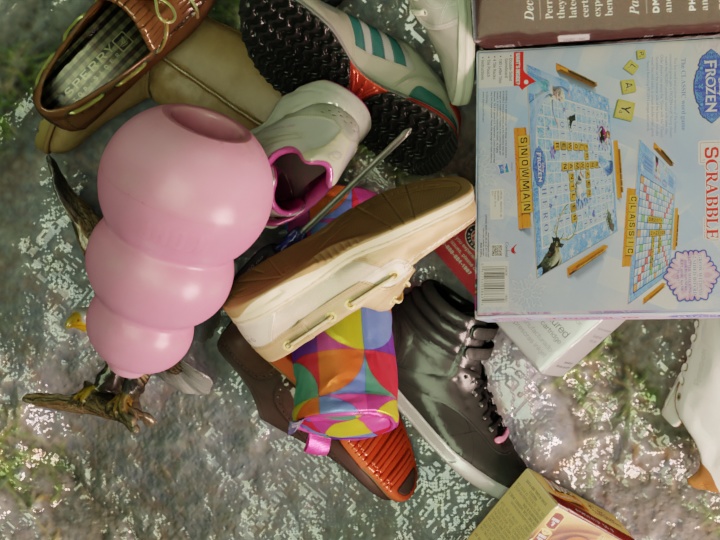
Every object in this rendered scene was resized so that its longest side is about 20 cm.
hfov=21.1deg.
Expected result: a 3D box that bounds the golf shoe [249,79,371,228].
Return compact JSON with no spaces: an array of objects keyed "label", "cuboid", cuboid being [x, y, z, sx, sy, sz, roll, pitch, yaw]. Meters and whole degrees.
[{"label":"golf shoe","cuboid":[-0.079,-0.064,1.443,0.075,0.092,0.200,38,129,-22]}]

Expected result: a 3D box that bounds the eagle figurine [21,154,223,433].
[{"label":"eagle figurine","cuboid":[-0.181,0.020,1.495,0.152,0.151,0.200,8,93,-4]}]

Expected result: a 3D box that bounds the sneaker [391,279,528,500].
[{"label":"sneaker","cuboid":[0.088,0.091,1.512,0.200,0.071,0.099,46,105,3]}]

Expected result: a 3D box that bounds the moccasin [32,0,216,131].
[{"label":"moccasin","cuboid":[-0.171,-0.191,1.444,0.201,0.078,0.074,-42,90,-2]}]

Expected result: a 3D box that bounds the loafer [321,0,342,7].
[{"label":"loafer","cuboid":[-0.013,-0.254,1.473,0.201,0.070,0.068,-39,86,10]}]

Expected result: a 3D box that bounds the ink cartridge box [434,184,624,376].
[{"label":"ink cartridge box","cuboid":[0.172,-0.039,1.464,0.200,0.083,0.146,-43,76,10]}]

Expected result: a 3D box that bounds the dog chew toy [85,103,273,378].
[{"label":"dog chew toy","cuboid":[-0.139,-0.015,1.373,0.125,0.125,0.200,22,110,3]}]

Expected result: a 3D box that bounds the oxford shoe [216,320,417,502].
[{"label":"oxford shoe","cuboid":[-0.033,0.109,1.542,0.073,0.071,0.200,-35,97,38]}]

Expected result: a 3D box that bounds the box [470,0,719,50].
[{"label":"box","cuboid":[0.179,-0.248,1.403,0.200,0.166,0.164,-3,95,7]}]

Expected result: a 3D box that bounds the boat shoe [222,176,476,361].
[{"label":"boat shoe","cuboid":[0.000,0.000,1.409,0.200,0.074,0.069,-27,114,1]}]

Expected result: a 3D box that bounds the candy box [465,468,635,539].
[{"label":"candy box","cuboid":[0.115,0.261,1.515,0.115,0.055,0.200,31,102,-37]}]

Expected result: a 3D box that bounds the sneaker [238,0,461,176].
[{"label":"sneaker","cuboid":[-0.005,-0.157,1.476,0.200,0.093,0.070,36,120,-7]}]

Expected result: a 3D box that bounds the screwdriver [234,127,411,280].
[{"label":"screwdriver","cuboid":[-0.032,-0.041,1.442,0.028,0.029,0.200,39,107,-19]}]

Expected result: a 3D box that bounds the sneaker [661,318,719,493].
[{"label":"sneaker","cuboid":[0.267,0.075,1.491,0.085,0.073,0.200,-7,89,24]}]

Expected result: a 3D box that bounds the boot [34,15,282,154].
[{"label":"boot","cuboid":[-0.132,-0.117,1.511,0.200,0.066,0.175,34,101,-1]}]

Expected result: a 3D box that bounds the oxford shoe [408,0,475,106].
[{"label":"oxford shoe","cuboid":[0.053,-0.217,1.427,0.058,0.075,0.200,-10,114,-2]}]

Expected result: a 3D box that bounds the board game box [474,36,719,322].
[{"label":"board game box","cuboid":[0.183,-0.064,1.395,0.199,0.041,0.200,-1,84,19]}]

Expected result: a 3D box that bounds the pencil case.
[{"label":"pencil case","cuboid":[-0.019,0.034,1.476,0.088,0.088,0.200,-4,71,7]}]
